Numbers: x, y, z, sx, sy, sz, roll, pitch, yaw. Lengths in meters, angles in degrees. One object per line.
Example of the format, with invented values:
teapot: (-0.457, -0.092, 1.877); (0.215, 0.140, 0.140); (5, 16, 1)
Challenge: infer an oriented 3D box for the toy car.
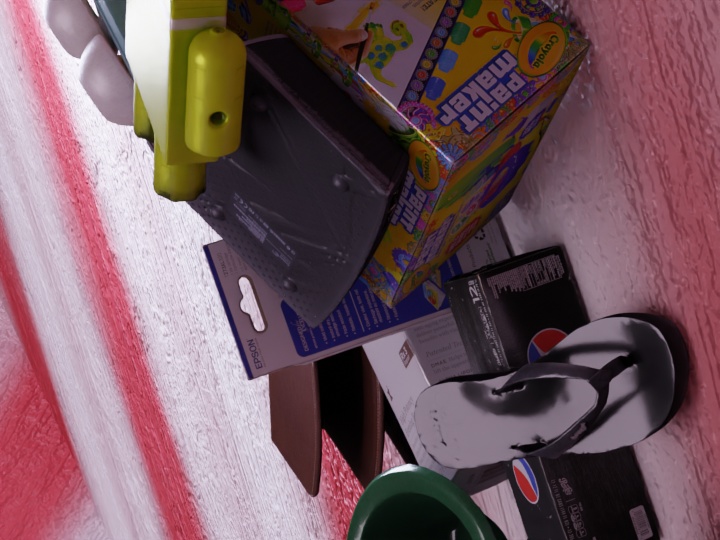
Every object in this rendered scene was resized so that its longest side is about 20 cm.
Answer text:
toy car: (-0.155, -0.201, 1.560); (0.200, 0.175, 0.150); (56, -179, 37)

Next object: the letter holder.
letter holder: (-0.001, 0.105, 1.497); (0.142, 0.100, 0.200); (54, 155, 38)

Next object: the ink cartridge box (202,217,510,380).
ink cartridge box: (0.000, 0.000, 1.226); (0.037, 0.200, 0.095); (145, 106, -71)

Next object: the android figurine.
android figurine: (-0.101, -0.145, 1.025); (0.182, 0.041, 0.200); (-116, 27, -50)

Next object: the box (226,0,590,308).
box: (0.008, -0.114, 1.123); (0.193, 0.122, 0.200); (44, 155, 10)

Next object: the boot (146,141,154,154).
boot: (-0.151, -0.158, 1.720); (0.200, 0.068, 0.189); (99, 147, -54)

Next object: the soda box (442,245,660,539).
soda box: (0.121, 0.089, 1.183); (0.071, 0.063, 0.200); (163, 89, -72)

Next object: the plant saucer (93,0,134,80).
plant saucer: (-0.131, -0.118, 1.185); (0.070, 0.019, 0.200); (49, 168, 51)

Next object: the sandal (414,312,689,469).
sandal: (0.111, 0.083, 1.104); (0.200, 0.043, 0.076); (-25, 87, 38)

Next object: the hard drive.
hard drive: (-0.039, -0.053, 1.093); (0.135, 0.042, 0.200); (44, 154, 7)

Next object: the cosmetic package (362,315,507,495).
cosmetic package: (0.053, 0.056, 1.335); (0.200, 0.074, 0.102); (62, 160, 21)

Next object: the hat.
hat: (0.101, 0.210, 1.324); (0.200, 0.176, 0.166); (8, 101, 52)

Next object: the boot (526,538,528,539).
boot: (0.148, 0.305, 1.307); (0.182, 0.072, 0.200); (-108, 19, -46)
